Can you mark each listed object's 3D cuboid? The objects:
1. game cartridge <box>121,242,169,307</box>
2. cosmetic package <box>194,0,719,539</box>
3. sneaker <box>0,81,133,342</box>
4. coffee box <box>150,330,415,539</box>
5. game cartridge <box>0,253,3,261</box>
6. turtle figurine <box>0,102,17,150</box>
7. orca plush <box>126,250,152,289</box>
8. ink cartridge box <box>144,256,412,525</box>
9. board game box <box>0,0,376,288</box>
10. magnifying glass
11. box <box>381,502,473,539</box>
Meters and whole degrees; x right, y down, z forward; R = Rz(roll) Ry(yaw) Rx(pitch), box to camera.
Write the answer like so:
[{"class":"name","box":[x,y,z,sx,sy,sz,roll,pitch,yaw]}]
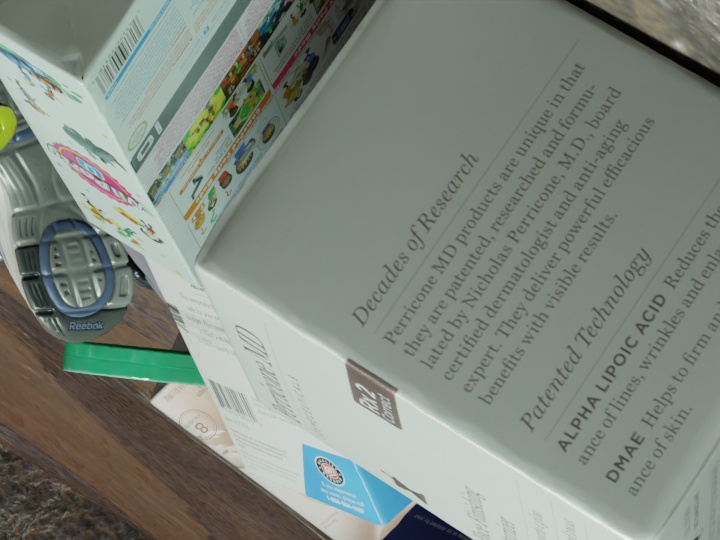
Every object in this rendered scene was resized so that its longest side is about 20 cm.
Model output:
[{"class":"game cartridge","box":[-0.114,-0.039,1.352,0.130,0.038,0.200,37,163,52]},{"class":"cosmetic package","box":[0.071,0.010,1.040,0.199,0.165,0.165,31,166,17]},{"class":"sneaker","box":[-0.184,-0.058,1.462,0.087,0.074,0.201,178,80,-69]},{"class":"coffee box","box":[-0.004,0.081,1.563,0.200,0.080,0.114,37,127,-14]},{"class":"game cartridge","box":[-0.229,-0.080,1.472,0.040,0.134,0.200,1,172,6]},{"class":"turtle figurine","box":[-0.223,-0.112,1.327,0.064,0.201,0.161,3,-156,-41]},{"class":"orca plush","box":[-0.121,-0.065,1.548,0.200,0.071,0.105,50,-153,-19]},{"class":"ink cartridge box","box":[-0.036,0.005,1.217,0.116,0.068,0.201,16,136,52]},{"class":"board game box","box":[-0.065,-0.100,1.024,0.064,0.148,0.200,28,165,19]},{"class":"magnifying glass","box":[-0.062,0.057,1.475,0.198,0.023,0.080,5,179,-2]},{"class":"box","box":[0.103,0.087,1.158,0.121,0.200,0.033,19,144,51]}]
